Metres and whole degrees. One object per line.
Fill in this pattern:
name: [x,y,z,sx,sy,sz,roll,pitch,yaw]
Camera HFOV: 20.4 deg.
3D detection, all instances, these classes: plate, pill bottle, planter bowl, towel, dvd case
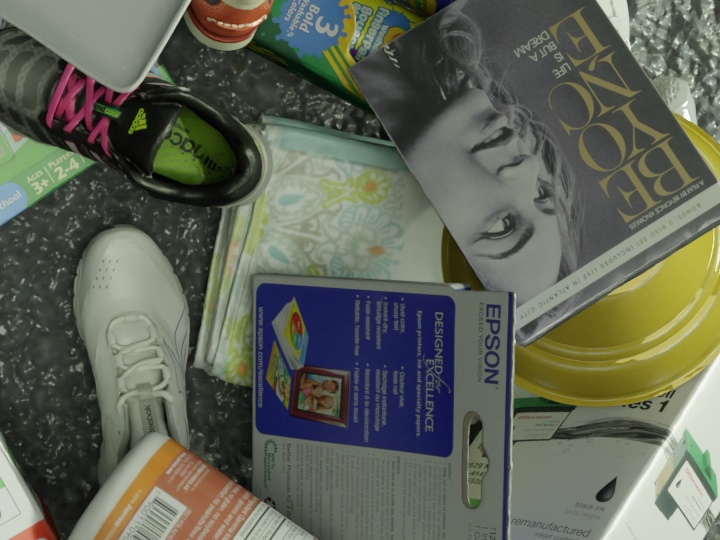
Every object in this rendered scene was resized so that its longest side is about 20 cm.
plate: [-0.151,-0.224,1.165,0.199,0.032,0.201,31,86,21]
pill bottle: [-0.070,0.191,1.153,0.199,0.112,0.112,34,87,3]
planter bowl: [0.142,-0.023,1.213,0.199,0.083,0.202,-3,75,10]
towel: [0.000,0.000,1.296,0.199,0.048,0.172,11,96,-15]
dvd case: [0.105,-0.077,1.178,0.148,0.016,0.201,-32,75,0]

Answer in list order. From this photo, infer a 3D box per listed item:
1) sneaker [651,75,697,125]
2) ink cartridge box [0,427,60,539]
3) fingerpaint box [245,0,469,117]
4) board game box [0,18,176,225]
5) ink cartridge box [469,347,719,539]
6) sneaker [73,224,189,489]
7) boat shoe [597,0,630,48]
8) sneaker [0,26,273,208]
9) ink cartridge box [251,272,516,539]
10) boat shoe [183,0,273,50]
sneaker: [0.232,-0.030,1.338,0.114,0.075,0.201,-2,101,-14]
ink cartridge box: [-0.220,0.144,1.222,0.050,0.109,0.201,-30,102,-9]
fingerpaint box: [0.042,-0.194,1.250,0.166,0.073,0.201,28,89,2]
board game box: [-0.223,-0.147,1.229,0.151,0.037,0.201,-34,102,-9]
ink cartridge box: [0.140,0.136,1.250,0.200,0.146,0.085,-52,127,-33]
sneaker: [-0.134,0.071,1.248,0.074,0.087,0.201,-9,97,-11]
boat shoe: [0.152,-0.136,1.308,0.073,0.067,0.201,-10,98,-13]
sneaker: [-0.140,-0.091,1.190,0.199,0.087,0.074,25,91,-12]
ink cartridge box: [0.019,0.104,1.193,0.047,0.199,0.199,-3,96,-53]
boat shoe: [-0.091,-0.233,1.204,0.071,0.063,0.201,-5,68,-18]
